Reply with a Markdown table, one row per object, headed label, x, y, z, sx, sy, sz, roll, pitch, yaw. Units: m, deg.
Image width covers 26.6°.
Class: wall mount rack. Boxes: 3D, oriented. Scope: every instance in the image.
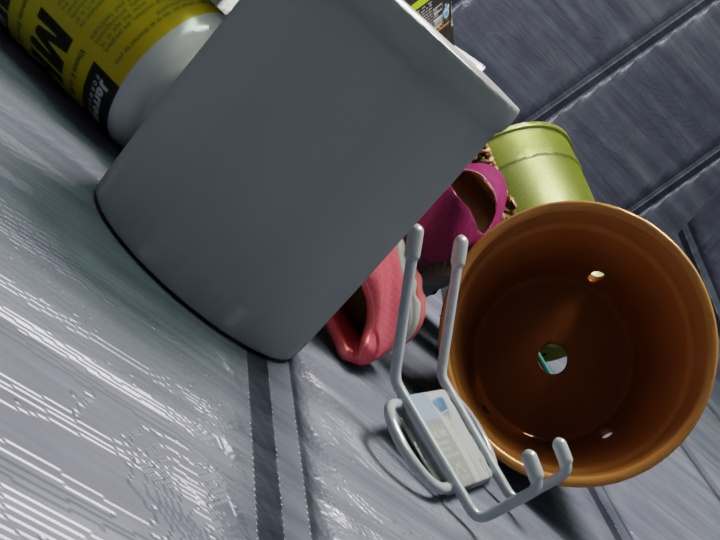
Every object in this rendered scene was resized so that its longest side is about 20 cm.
| label | x | y | z | sx | sy | sz | roll | pitch | yaw |
| --- | --- | --- | --- | --- | --- | --- | --- | --- | --- |
| wall mount rack | 0.064 | 0.067 | 0.958 | 0.175 | 0.074 | 0.200 | 61 | 13 | 11 |

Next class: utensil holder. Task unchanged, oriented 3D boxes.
| label | x | y | z | sx | sy | sz | roll | pitch | yaw |
| --- | --- | --- | --- | --- | --- | --- | --- | --- | --- |
| utensil holder | -0.032 | -0.073 | 0.889 | 0.169 | 0.200 | 0.170 | 39 | 10 | -8 |

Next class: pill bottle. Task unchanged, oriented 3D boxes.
| label | x | y | z | sx | sy | sz | roll | pitch | yaw |
| --- | --- | --- | --- | --- | --- | --- | --- | --- | --- |
| pill bottle | -0.153 | -0.154 | 1.022 | 0.200 | 0.115 | 0.114 | 44 | 10 | 15 |

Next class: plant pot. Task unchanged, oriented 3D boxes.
| label | x | y | z | sx | sy | sz | roll | pitch | yaw |
| --- | --- | --- | --- | --- | --- | --- | --- | --- | --- |
| plant pot | 0.181 | -0.016 | 1.605 | 0.200 | 0.200 | 0.194 | 28 | 29 | -55 |
| plant pot | 0.151 | 0.059 | 1.134 | 0.200 | 0.200 | 0.140 | 42 | -7 | 4 |

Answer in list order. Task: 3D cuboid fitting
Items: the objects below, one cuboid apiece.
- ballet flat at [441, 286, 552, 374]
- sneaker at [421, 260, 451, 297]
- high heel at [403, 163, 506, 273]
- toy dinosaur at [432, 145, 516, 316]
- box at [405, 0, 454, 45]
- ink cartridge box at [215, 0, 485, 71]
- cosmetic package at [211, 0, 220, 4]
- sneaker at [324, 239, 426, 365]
| label | x | y | z | sx | sy | sz | roll | pitch | yaw |
| --- | --- | --- | --- | --- | --- | --- | --- | --- | --- |
| ballet flat | 0.110 | 0.050 | 1.268 | 0.068 | 0.068 | 0.202 | -122 | -173 | -69 |
| sneaker | 0.000 | 0.000 | 1.141 | 0.198 | 0.082 | 0.075 | 4 | 59 | -43 |
| high heel | 0.082 | -0.052 | 1.115 | 0.067 | 0.096 | 0.200 | 43 | 36 | 0 |
| toy dinosaur | 0.097 | -0.024 | 1.316 | 0.134 | 0.203 | 0.102 | 19 | 18 | 24 |
| box | -0.003 | -0.189 | 1.083 | 0.047 | 0.195 | 0.200 | 14 | 38 | 32 |
| ink cartridge box | -0.023 | -0.157 | 1.198 | 0.199 | 0.043 | 0.199 | 37 | 49 | -1 |
| cosmetic package | -0.076 | -0.209 | 1.350 | 0.101 | 0.197 | 0.072 | 9 | 78 | -72 |
| sneaker | -0.009 | -0.033 | 0.996 | 0.087 | 0.073 | 0.202 | -42 | 117 | -62 |
